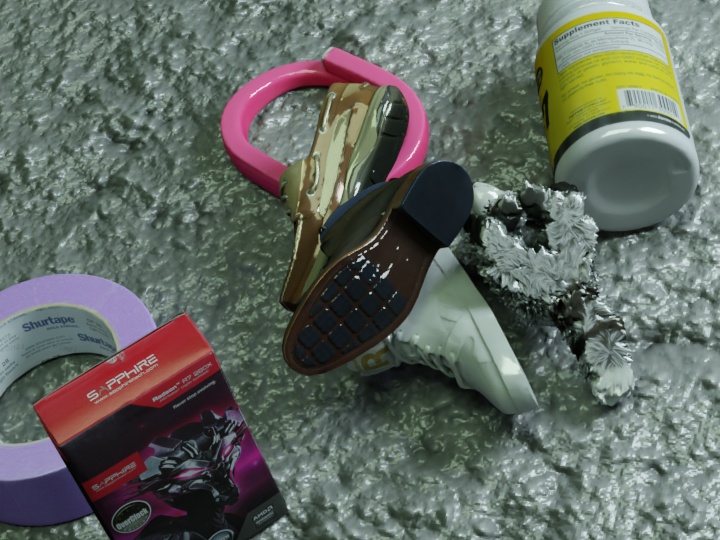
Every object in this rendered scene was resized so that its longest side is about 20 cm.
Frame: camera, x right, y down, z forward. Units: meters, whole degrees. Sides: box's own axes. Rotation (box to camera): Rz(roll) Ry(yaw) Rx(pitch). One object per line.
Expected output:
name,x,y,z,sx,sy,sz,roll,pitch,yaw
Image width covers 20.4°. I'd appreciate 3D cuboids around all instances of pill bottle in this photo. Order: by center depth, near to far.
pill bottle,0.200,-0.139,1.598,0.114,0.114,0.200,-12,48,8

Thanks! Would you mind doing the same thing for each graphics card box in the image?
graphics card box,-0.137,0.135,1.412,0.125,0.200,0.051,-32,48,-12

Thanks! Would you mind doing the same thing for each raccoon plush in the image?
raccoon plush,0.130,0.020,1.530,0.097,0.134,0.200,-13,81,-9

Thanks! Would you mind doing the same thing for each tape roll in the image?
tape roll,-0.244,0.099,1.568,0.200,0.066,0.200,-8,49,10

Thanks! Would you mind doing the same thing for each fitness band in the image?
fitness band,-0.030,-0.120,1.706,0.200,0.037,0.144,30,65,36

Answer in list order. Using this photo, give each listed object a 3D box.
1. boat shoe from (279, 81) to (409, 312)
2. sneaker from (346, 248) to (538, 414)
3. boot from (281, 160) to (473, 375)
boat shoe,-0.026,-0.061,1.605,0.074,0.076,0.200,17,74,18
sneaker,0.050,0.062,1.509,0.115,0.074,0.200,-28,39,-4
boot,0.000,0.000,1.513,0.200,0.075,0.097,-48,19,-16
